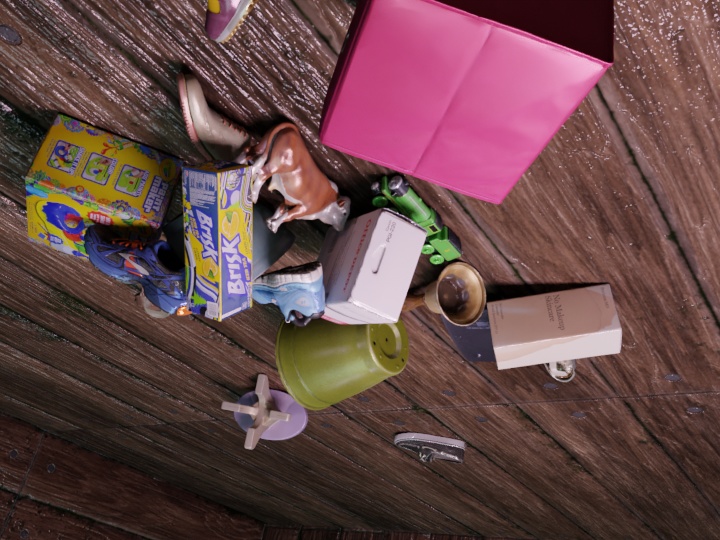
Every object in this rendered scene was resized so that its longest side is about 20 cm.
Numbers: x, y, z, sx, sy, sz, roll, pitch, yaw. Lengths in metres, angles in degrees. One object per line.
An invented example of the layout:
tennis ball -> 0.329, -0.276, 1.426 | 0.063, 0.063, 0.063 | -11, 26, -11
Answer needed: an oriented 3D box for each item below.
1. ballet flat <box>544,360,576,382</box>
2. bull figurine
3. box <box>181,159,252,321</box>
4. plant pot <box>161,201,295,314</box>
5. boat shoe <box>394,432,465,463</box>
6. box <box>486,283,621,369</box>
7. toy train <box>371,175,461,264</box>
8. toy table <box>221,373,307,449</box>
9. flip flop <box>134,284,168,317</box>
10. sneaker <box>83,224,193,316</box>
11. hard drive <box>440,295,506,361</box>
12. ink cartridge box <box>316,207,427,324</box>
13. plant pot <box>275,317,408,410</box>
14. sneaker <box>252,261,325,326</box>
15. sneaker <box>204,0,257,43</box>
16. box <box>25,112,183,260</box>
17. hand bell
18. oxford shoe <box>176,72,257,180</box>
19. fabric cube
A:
ballet flat -> 0.354, 0.147, 1.303 | 0.067, 0.064, 0.200 | -8, 144, 31
bull figurine -> -0.093, -0.116, 0.998 | 0.065, 0.121, 0.200 | 45, 170, 48
box -> -0.188, -0.040, 0.939 | 0.064, 0.070, 0.201 | 15, 112, 28
plant pot -> -0.218, -0.047, 1.089 | 0.200, 0.200, 0.134 | -20, 110, 43
boat shoe -> 0.187, 0.493, 1.955 | 0.199, 0.064, 0.071 | 3, 149, 16
box -> 0.314, 0.093, 1.157 | 0.199, 0.095, 0.078 | -11, 143, 10
toy train -> 0.087, -0.074, 1.054 | 0.056, 0.042, 0.200 | -20, 138, 29
toy table -> -0.246, 0.363, 1.811 | 0.199, 0.185, 0.117 | -5, 164, 12
flip flop -> -0.430, 0.059, 1.455 | 0.081, 0.058, 0.200 | 14, 150, -2
sneaker -> -0.305, -0.017, 1.012 | 0.199, 0.075, 0.079 | 29, 110, 8
hard drive -> 0.233, 0.109, 1.305 | 0.134, 0.042, 0.200 | -3, 146, 25
ink cartridge box -> 0.000, 0.000, 1.053 | 0.085, 0.146, 0.200 | 24, 166, -19
plant pot -> -0.020, 0.145, 1.319 | 0.192, 0.201, 0.200 | -17, 139, 34
sneaker -> -0.111, 0.043, 1.047 | 0.078, 0.090, 0.200 | -18, -174, -27
sneaker -> -0.129, -0.317, 0.698 | 0.090, 0.075, 0.200 | 31, 140, -15
box -> -0.396, -0.107, 1.096 | 0.192, 0.122, 0.200 | 19, 150, -14
hand bell -> 0.114, 0.050, 1.233 | 0.104, 0.105, 0.200 | 28, 160, -25
oxford shoe -> -0.190, -0.189, 0.954 | 0.074, 0.071, 0.200 | -17, 146, 0
fabric cube -> 0.091, -0.217, 0.649 | 0.199, 0.197, 0.199 | 17, 150, -7
